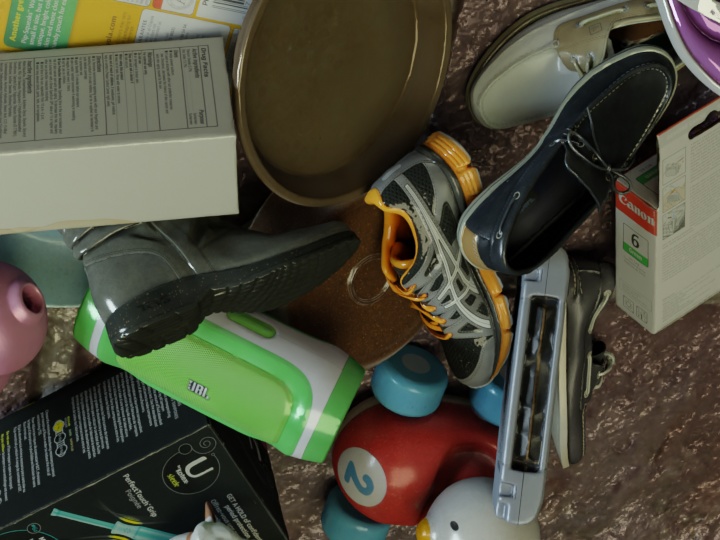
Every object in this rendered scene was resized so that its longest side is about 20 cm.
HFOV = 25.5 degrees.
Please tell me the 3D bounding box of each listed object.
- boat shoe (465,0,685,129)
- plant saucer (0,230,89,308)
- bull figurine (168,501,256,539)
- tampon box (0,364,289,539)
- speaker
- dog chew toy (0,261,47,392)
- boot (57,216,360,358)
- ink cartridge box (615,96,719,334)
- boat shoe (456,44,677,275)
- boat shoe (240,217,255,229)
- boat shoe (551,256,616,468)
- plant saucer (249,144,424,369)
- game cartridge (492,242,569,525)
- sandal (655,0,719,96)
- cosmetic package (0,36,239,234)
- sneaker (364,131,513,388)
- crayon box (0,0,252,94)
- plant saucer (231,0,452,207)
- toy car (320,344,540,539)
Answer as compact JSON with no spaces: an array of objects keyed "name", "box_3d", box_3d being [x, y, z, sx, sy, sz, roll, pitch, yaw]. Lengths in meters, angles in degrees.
[{"name":"boat shoe","box_3d":[0.169,-0.156,1.144,0.198,0.069,0.075,-30,126,8]},{"name":"plant saucer","box_3d":[-0.208,-0.066,1.132,0.198,0.039,0.203,-7,126,-10]},{"name":"bull figurine","box_3d":[-0.145,0.260,1.204,0.199,0.065,0.122,-34,129,10]},{"name":"tampon box","box_3d":[-0.181,0.169,1.250,0.198,0.127,0.151,-26,128,4]},{"name":"speaker","box_3d":[-0.100,0.059,1.127,0.198,0.089,0.089,26,119,2]},{"name":"dog chew toy","box_3d":[-0.300,0.053,1.117,0.198,0.126,0.125,-24,130,28]},{"name":"boot","box_3d":[-0.107,-0.033,1.085,0.198,0.132,0.068,-19,160,-24]},{"name":"ink cartridge box","box_3d":[0.248,-0.058,1.213,0.108,0.050,0.202,-30,136,-21]},{"name":"boat shoe","box_3d":[0.151,-0.072,1.099,0.200,0.062,0.075,-45,121,-3]},{"name":"boat shoe","box_3d":[-0.092,0.017,1.201,0.198,0.067,0.074,-27,127,5]},{"name":"boat shoe","box_3d":[0.184,0.078,1.314,0.062,0.073,0.202,-8,122,-4]},{"name":"plant saucer","box_3d":[0.000,0.000,1.189,0.198,0.037,0.203,-18,123,-29]},{"name":"game cartridge","box_3d":[0.127,0.081,1.192,0.041,0.133,0.203,7,90,7]},{"name":"sandal","box_3d":[0.237,-0.201,1.081,0.082,0.050,0.204,-31,95,-10]},{"name":"cosmetic package","box_3d":[-0.180,-0.087,1.025,0.197,0.104,0.074,-4,136,-7]},{"name":"sneaker","box_3d":[0.054,0.001,1.159,0.077,0.078,0.202,-27,117,-21]},{"name":"crayon box","box_3d":[-0.164,-0.198,1.041,0.197,0.052,0.127,8,123,-20]},{"name":"plant saucer","box_3d":[-0.015,-0.143,1.080,0.199,0.029,0.202,-25,127,-37]},{"name":"toy car","box_3d":[0.074,0.196,1.288,0.175,0.201,0.186,8,122,-19]}]
